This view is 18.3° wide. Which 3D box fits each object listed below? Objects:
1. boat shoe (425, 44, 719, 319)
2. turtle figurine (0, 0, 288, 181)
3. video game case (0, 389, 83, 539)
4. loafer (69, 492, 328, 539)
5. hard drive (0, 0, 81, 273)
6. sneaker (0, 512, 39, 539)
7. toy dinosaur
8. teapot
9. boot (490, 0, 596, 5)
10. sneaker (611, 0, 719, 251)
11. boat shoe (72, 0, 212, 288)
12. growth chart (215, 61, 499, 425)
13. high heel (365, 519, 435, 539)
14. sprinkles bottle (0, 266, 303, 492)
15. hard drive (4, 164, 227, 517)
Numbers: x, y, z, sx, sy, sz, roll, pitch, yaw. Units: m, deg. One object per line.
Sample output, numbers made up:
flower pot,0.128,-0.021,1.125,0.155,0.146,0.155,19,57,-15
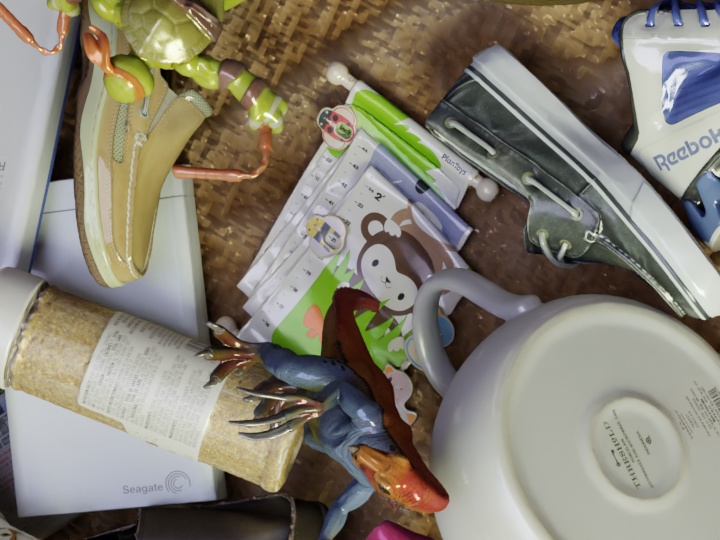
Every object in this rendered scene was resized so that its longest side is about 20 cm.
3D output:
boat shoe,0.116,-0.034,1.211,0.071,0.072,0.200,-45,66,2
turtle figurine,-0.106,-0.155,1.259,0.199,0.064,0.162,32,74,12
video game case,-0.258,0.100,1.429,0.199,0.023,0.183,-33,83,25
loafer,-0.104,0.174,1.318,0.199,0.071,0.074,-21,49,33
hard drive,-0.240,-0.105,1.363,0.131,0.025,0.202,9,84,23
sneaker,-0.213,0.173,1.330,0.084,0.073,0.201,-36,39,12
toy dinosaur,-0.005,0.070,1.163,0.181,0.200,0.105,14,144,42
teapot,0.110,0.115,1.196,0.196,0.201,0.146,22,151,-16
boot,0.127,-0.229,1.185,0.199,0.072,0.156,-11,81,43
sneaker,0.196,-0.120,1.163,0.115,0.080,0.200,38,112,13
boat shoe,-0.124,-0.091,1.303,0.075,0.072,0.202,-1,81,5
growth chart,0.000,0.000,1.302,0.144,0.018,0.201,33,109,17
high heel,-0.005,0.176,1.249,0.096,0.067,0.200,54,160,-14
sprinkles bottle,-0.128,0.063,1.296,0.198,0.068,0.069,21,105,4
hard drive,-0.155,0.044,1.356,0.131,0.027,0.202,-6,90,16
